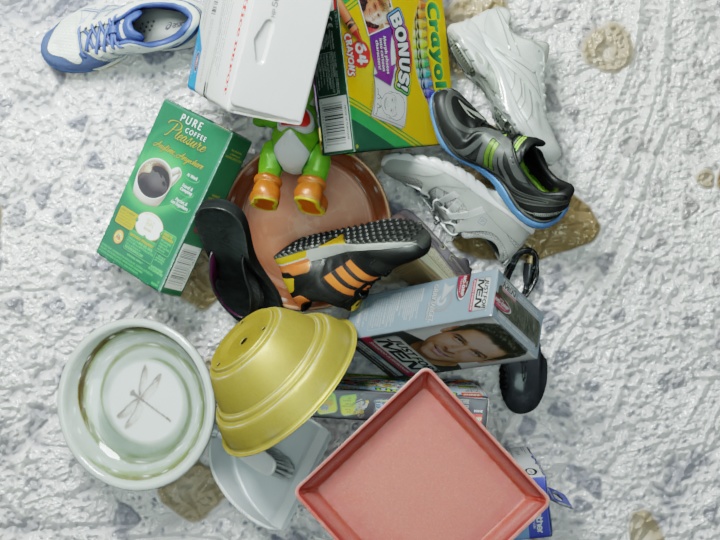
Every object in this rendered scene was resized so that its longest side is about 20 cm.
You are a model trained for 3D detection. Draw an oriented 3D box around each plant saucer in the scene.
[{"bbox_3d":[0.066,0.242,1.185,0.200,0.037,0.200,-43,88,0],"label":"plant saucer"},{"bbox_3d":[-0.063,-0.054,1.294,0.200,0.032,0.201,0,94,0],"label":"plant saucer"},{"bbox_3d":[-0.256,0.156,1.289,0.199,0.050,0.201,0,89,15],"label":"plant saucer"}]

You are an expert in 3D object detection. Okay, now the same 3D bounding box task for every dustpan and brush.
[{"bbox_3d":[-0.150,0.202,1.299,0.200,0.057,0.140,28,94,27],"label":"dustpan and brush"}]

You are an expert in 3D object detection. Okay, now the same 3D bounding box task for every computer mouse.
[{"bbox_3d":[0.195,0.073,1.306,0.058,0.034,0.201,-1,95,1],"label":"computer mouse"}]

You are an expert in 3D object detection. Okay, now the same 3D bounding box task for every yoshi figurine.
[{"bbox_3d":[-0.069,-0.162,1.240,0.112,0.112,0.201,17,74,-40],"label":"yoshi figurine"}]

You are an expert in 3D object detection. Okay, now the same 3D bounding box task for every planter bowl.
[{"bbox_3d":[-0.105,0.101,1.210,0.200,0.200,0.083,-41,111,3],"label":"planter bowl"}]

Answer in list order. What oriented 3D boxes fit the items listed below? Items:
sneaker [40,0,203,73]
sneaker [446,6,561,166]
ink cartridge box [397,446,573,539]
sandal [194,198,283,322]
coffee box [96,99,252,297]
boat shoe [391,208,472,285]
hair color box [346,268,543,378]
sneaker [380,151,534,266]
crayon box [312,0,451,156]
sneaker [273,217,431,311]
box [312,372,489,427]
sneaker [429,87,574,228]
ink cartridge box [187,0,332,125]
[{"bbox_3d":[-0.274,-0.276,1.246,0.199,0.088,0.076,-14,97,2],"label":"sneaker"},{"bbox_3d":[0.188,-0.217,1.262,0.099,0.078,0.200,-33,98,-5],"label":"sneaker"},{"bbox_3d":[0.141,0.261,1.270,0.199,0.136,0.077,-8,96,0],"label":"ink cartridge box"},{"bbox_3d":[-0.145,0.008,1.241,0.075,0.048,0.201,0,134,21],"label":"sandal"},{"bbox_3d":[-0.214,-0.083,1.256,0.123,0.044,0.200,27,95,34],"label":"coffee box"},{"bbox_3d":[0.101,0.008,1.280,0.200,0.072,0.065,43,63,-13],"label":"boat shoe"},{"bbox_3d":[0.091,0.063,1.219,0.099,0.200,0.061,40,51,-38],"label":"hair color box"},{"bbox_3d":[0.109,-0.074,1.271,0.200,0.075,0.082,27,93,-3],"label":"sneaker"},{"bbox_3d":[0.024,-0.234,1.217,0.172,0.058,0.201,-12,98,-44],"label":"crayon box"},{"bbox_3d":[0.000,0.000,1.225,0.200,0.070,0.090,-7,110,32],"label":"sneaker"},{"bbox_3d":[0.044,0.149,1.273,0.199,0.110,0.035,3,95,-1],"label":"box"},{"bbox_3d":[0.161,-0.136,1.223,0.200,0.083,0.071,44,49,4],"label":"sneaker"},{"bbox_3d":[-0.110,-0.243,1.152,0.084,0.200,0.146,10,103,-24],"label":"ink cartridge box"}]
